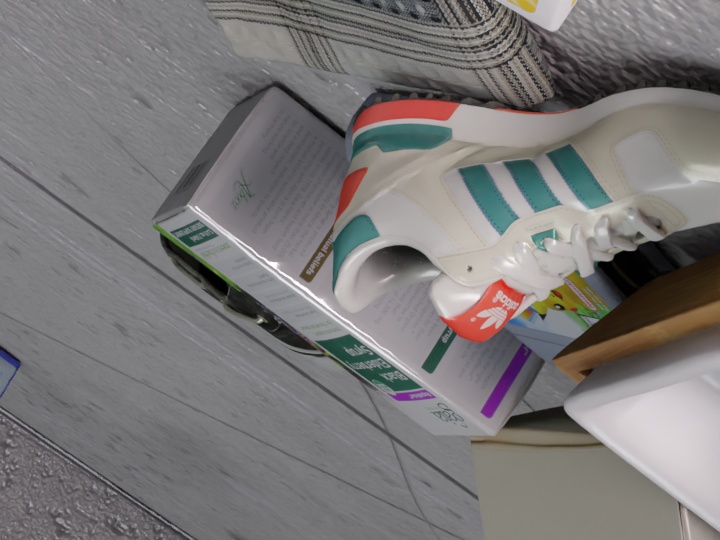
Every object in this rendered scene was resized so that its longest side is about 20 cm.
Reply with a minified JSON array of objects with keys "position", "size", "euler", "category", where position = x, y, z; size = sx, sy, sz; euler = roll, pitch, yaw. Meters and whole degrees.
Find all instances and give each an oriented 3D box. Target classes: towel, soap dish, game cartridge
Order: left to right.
[{"position":[-0.040,-0.139,0.738],"size":[0.199,0.035,0.193],"euler":[20,160,40],"category":"towel"},{"position":[0.083,-0.007,0.895],"size":[0.200,0.041,0.133],"euler":[44,165,-33],"category":"game cartridge"},{"position":[0.196,0.067,0.786],"size":[0.200,0.081,0.157],"euler":[35,158,-11],"category":"soap dish"}]

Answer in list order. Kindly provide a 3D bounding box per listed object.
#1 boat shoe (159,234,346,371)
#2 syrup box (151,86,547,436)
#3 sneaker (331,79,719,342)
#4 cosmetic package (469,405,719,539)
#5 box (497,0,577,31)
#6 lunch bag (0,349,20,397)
[{"position":[-0.049,0.005,1.108],"size":[0.064,0.071,0.199],"euler":[33,169,-39],"category":"boat shoe"},{"position":[0.000,0.000,0.991],"size":[0.200,0.082,0.079],"euler":[38,165,-14],"category":"syrup box"},{"position":[0.074,-0.014,0.723],"size":[0.199,0.094,0.070],"euler":[3,156,33],"category":"sneaker"},{"position":[0.146,0.106,0.958],"size":[0.103,0.074,0.200],"euler":[-9,180,-25],"category":"cosmetic package"},{"position":[-0.005,-0.165,0.465],"size":[0.199,0.102,0.113],"euler":[31,164,8],"category":"box"},{"position":[-0.518,0.126,2.210],"size":[0.199,0.171,0.127],"euler":[31,164,-1],"category":"lunch bag"}]
